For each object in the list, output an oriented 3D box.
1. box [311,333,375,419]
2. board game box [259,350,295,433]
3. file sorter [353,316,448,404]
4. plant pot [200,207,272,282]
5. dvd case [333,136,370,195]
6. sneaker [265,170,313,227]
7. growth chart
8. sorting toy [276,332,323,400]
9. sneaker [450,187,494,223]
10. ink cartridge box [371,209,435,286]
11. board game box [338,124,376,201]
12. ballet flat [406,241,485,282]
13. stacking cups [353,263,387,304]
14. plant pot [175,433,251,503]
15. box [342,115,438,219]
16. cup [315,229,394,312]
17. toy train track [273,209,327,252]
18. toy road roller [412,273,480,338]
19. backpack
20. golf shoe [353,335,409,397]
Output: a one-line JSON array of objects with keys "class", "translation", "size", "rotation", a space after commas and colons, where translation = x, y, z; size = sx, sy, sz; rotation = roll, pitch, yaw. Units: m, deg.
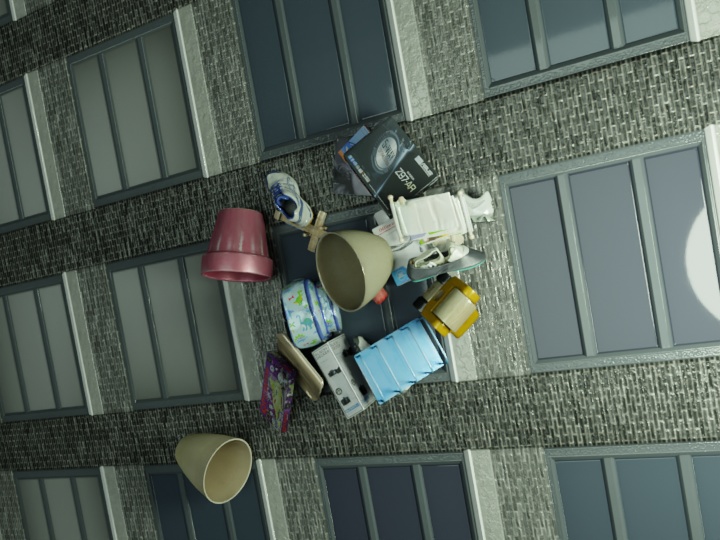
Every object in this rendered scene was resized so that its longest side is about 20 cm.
[{"class": "box", "translation": [-0.040, 0.281, 1.661], "size": [0.060, 0.116, 0.203], "rotation": [-33, 82, 22]}, {"class": "board game box", "translation": [-0.238, 0.346, 1.759], "size": [0.120, 0.032, 0.204], "rotation": [34, 122, 46]}, {"class": "file sorter", "translation": [0.104, 0.224, 1.544], "size": [0.197, 0.123, 0.141], "rotation": [-29, 84, -9]}, {"class": "plant pot", "translation": [-0.339, -0.071, 1.721], "size": [0.196, 0.199, 0.184], "rotation": [-1, 80, 23]}, {"class": "dvd case", "translation": [0.021, -0.274, 1.627], "size": [0.196, 0.016, 0.152], "rotation": [6, 98, 22]}, {"class": "sneaker", "translation": [-0.206, -0.206, 1.681], "size": [0.075, 0.088, 0.201], "rotation": [-46, 66, 15]}, {"class": "growth chart", "translation": [0.171, -0.122, 1.489], "size": [0.195, 0.018, 0.148], "rotation": [-4, 117, 15]}, {"class": "sorting toy", "translation": [-0.164, 0.265, 1.701], "size": [0.036, 0.201, 0.186], "rotation": [-37, 78, -21]}, {"class": "sneaker", "translation": [0.230, -0.156, 1.524], "size": [0.195, 0.074, 0.091], "rotation": [-5, 94, 14]}, {"class": "ink cartridge box", "translation": [0.107, -0.078, 1.584], "size": [0.114, 0.066, 0.203], "rotation": [-27, 85, 23]}, {"class": "board game box", "translation": [0.037, -0.266, 1.601], "size": [0.103, 0.019, 0.201], "rotation": [-41, 79, 19]}, {"class": "ballet flat", "translation": [0.203, -0.028, 1.484], "size": [0.196, 0.073, 0.075], "rotation": [-15, 90, 6]}, {"class": "stacking cups", "translation": [0.000, 0.000, 1.649], "size": [0.200, 0.060, 0.061], "rotation": [47, 111, 8]}, {"class": "plant pot", "translation": [-0.460, 0.568, 1.854], "size": [0.197, 0.186, 0.192], "rotation": [11, 101, 36]}, {"class": "box", "translation": [0.076, -0.258, 1.547], "size": [0.159, 0.044, 0.201], "rotation": [-37, 80, 1]}, {"class": "cup", "translation": [0.000, -0.017, 1.540], "size": [0.199, 0.142, 0.204], "rotation": [28, 128, 42]}, {"class": "toy train track", "translation": [-0.161, -0.123, 1.713], "size": [0.197, 0.032, 0.117], "rotation": [24, 105, 20]}, {"class": "toy road roller", "translation": [0.229, 0.100, 1.490], "size": [0.146, 0.200, 0.123], "rotation": [42, 92, -18]}, {"class": "backpack", "translation": [-0.131, 0.106, 1.635], "size": [0.144, 0.200, 0.187], "rotation": [-18, 87, 4]}, {"class": "golf shoe", "translation": [0.064, 0.239, 1.645], "size": [0.094, 0.078, 0.200], "rotation": [-42, 78, 0]}]
